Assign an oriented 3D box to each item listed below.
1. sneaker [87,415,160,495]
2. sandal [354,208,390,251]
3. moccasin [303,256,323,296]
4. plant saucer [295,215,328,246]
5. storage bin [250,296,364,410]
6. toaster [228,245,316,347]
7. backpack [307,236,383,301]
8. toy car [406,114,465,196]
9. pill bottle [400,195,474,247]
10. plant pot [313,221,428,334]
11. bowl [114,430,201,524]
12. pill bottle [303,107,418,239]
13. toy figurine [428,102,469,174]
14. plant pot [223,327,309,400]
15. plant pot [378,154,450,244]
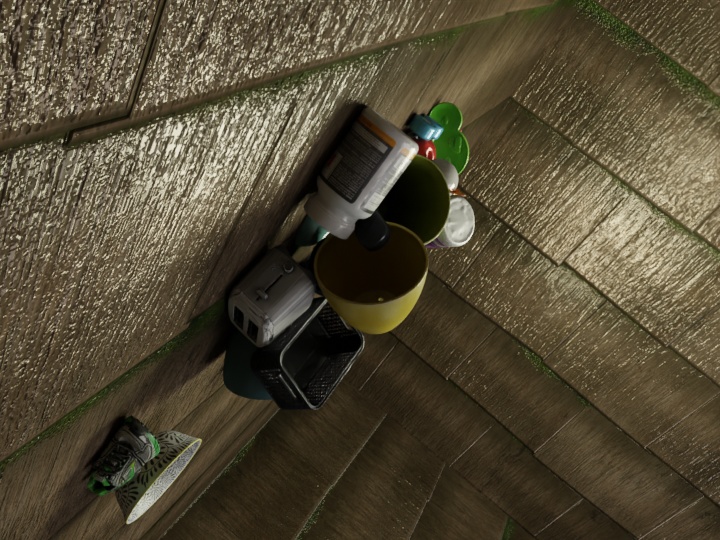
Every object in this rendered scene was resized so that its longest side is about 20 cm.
[{"bbox_3d":[-0.402,0.321,1.077,0.201,0.078,0.085,-56,172,36],"label":"sneaker"},{"bbox_3d":[0.002,-0.113,1.154,0.076,0.201,0.043,-29,145,18],"label":"sandal"},{"bbox_3d":[-0.103,0.005,1.458,0.081,0.068,0.200,-64,-163,-2],"label":"moccasin"},{"bbox_3d":[-0.058,-0.123,1.289,0.201,0.027,0.200,-51,174,-7],"label":"plant saucer"},{"bbox_3d":[-0.098,0.157,1.224,0.093,0.136,0.200,-12,-152,43],"label":"storage bin"},{"bbox_3d":[-0.163,0.054,1.150,0.129,0.114,0.200,-44,173,-24],"label":"toaster"},{"bbox_3d":[0.000,0.000,1.294,0.167,0.198,0.128,-170,-85,-78],"label":"backpack"},{"bbox_3d":[0.165,-0.230,1.492,0.185,0.200,0.177,-53,174,20],"label":"toy car"},{"bbox_3d":[0.154,-0.109,1.457,0.112,0.113,0.199,-48,-154,-26],"label":"pill bottle"},{"bbox_3d":[0.022,0.031,1.144,0.200,0.199,0.143,-47,149,-32],"label":"plant pot"},{"bbox_3d":[-0.415,0.382,1.248,0.201,0.094,0.201,-52,174,-7],"label":"bowl"},{"bbox_3d":[-0.003,-0.160,1.070,0.201,0.116,0.116,-52,174,13],"label":"pill bottle"},{"bbox_3d":[0.216,-0.357,1.656,0.184,0.149,0.202,-67,166,-60],"label":"toy figurine"},{"bbox_3d":[-0.187,0.155,1.315,0.200,0.198,0.136,-41,136,-59],"label":"plant pot"},{"bbox_3d":[0.061,-0.141,1.370,0.187,0.187,0.200,-49,-161,-18],"label":"plant pot"}]
